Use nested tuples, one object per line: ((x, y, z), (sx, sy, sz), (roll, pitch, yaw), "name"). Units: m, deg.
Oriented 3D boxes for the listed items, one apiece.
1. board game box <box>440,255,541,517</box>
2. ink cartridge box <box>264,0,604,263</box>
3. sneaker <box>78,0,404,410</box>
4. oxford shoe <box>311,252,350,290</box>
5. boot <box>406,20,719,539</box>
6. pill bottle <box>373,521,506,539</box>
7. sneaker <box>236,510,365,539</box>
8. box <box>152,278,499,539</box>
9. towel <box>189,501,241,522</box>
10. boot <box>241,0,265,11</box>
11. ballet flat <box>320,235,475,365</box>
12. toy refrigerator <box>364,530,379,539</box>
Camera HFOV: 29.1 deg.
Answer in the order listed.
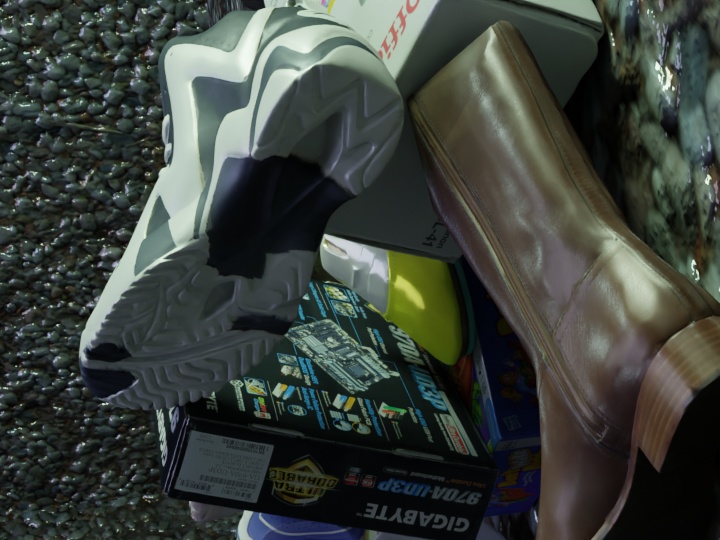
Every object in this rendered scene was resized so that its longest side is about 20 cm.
((0.065, 0.019, 0.764), (0.135, 0.044, 0.202), (102, 160, -62), "board game box")
((0.024, -0.129, 0.677), (0.201, 0.085, 0.148), (-104, 33, -44), "ink cartridge box")
((-0.064, -0.041, 0.627), (0.200, 0.079, 0.130), (-58, 28, 24), "sneaker")
((0.000, 0.000, 0.856), (0.075, 0.199, 0.071), (-50, 34, 15), "oxford shoe")
((0.068, 0.024, 0.565), (0.201, 0.064, 0.187), (57, 142, 36), "boot")
((0.040, 0.237, 0.839), (0.201, 0.113, 0.115), (94, 166, -49), "pill bottle")
((-0.037, 0.100, 0.882), (0.200, 0.080, 0.116), (-93, 4, -72), "sneaker")
((-0.030, 0.059, 0.731), (0.200, 0.157, 0.046), (-116, 42, -63), "box")
((-0.064, 0.104, 1.176), (0.032, 0.190, 0.202), (39, 139, 44), "towel")
((-0.049, -0.167, 1.011), (0.199, 0.077, 0.140), (26, -122, -52), "boot")
((0.007, -0.029, 0.740), (0.067, 0.066, 0.201), (96, 164, -49), "ballet flat")
((0.035, 0.151, 0.957), (0.076, 0.069, 0.202), (-109, 16, -53), "toy refrigerator")
